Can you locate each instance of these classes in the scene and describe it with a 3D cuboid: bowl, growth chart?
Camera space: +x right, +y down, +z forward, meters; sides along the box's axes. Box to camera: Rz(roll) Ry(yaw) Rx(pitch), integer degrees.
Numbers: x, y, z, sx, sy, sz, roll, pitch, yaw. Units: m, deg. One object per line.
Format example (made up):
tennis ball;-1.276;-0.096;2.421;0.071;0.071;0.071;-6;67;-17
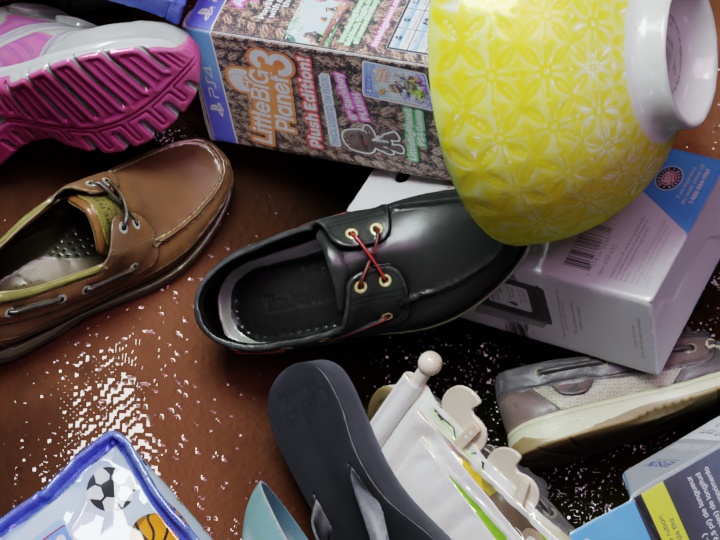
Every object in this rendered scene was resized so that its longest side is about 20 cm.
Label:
bowl;0.127;-0.113;1.137;0.107;0.200;0.202;0;59;30
growth chart;0.056;0.158;1.167;0.018;0.145;0.201;-8;58;-51

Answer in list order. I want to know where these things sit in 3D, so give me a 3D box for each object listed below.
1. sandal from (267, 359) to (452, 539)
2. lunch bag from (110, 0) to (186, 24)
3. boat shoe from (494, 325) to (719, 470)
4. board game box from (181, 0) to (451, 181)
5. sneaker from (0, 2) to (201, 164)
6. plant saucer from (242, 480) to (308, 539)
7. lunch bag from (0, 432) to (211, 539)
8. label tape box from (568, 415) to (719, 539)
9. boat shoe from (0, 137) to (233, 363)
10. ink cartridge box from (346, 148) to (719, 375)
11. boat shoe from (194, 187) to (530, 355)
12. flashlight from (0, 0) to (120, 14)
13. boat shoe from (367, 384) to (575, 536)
sandal;-0.001;0.143;1.175;0.043;0.076;0.201;-6;55;-49
lunch bag;-0.146;-0.256;1.225;0.169;0.124;0.202;20;70;-7
boat shoe;0.174;0.058;1.255;0.199;0.072;0.067;-17;74;-10
board game box;0.020;-0.150;1.271;0.198;0.097;0.160;11;52;18
sneaker;-0.182;-0.122;1.254;0.198;0.082;0.089;-8;52;23
plant saucer;-0.008;0.201;1.101;0.027;0.200;0.201;-33;73;-1
lunch bag;-0.097;0.209;1.084;0.124;0.170;0.200;-39;73;-9
label tape box;0.213;0.161;1.191;0.199;0.066;0.144;-27;96;-17
boat shoe;-0.151;-0.019;1.247;0.200;0.068;0.072;-39;74;-23
ink cartridge box;0.105;-0.026;1.260;0.198;0.067;0.116;16;55;27
boat shoe;0.001;0.003;1.208;0.200;0.063;0.074;-17;82;20
flashlight;-0.243;-0.173;1.310;0.198;0.068;0.068;-8;93;-12
boat shoe;0.079;0.142;1.210;0.064;0.073;0.201;-23;68;-34
